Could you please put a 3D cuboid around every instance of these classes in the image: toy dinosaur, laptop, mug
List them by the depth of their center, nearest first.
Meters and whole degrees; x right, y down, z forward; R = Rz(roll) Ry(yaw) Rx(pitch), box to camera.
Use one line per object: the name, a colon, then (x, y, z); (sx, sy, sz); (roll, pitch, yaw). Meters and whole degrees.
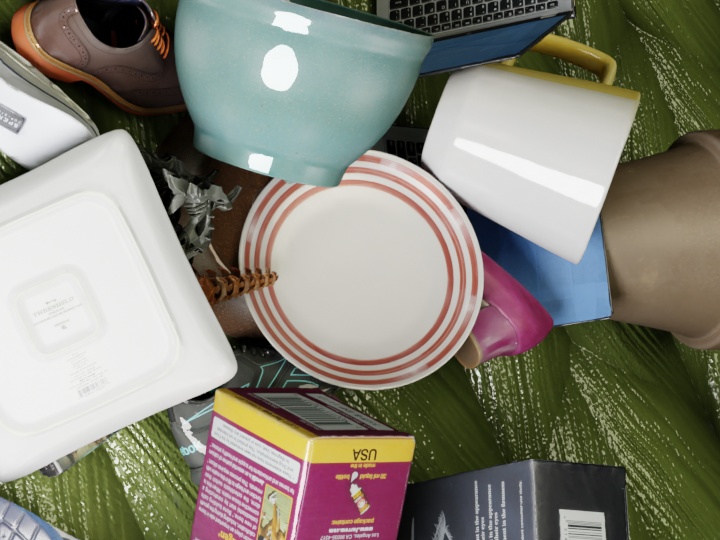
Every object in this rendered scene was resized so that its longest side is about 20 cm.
toy dinosaur: (-0.155, -0.016, 1.606); (0.200, 0.102, 0.136); (4, 108, -55)
laptop: (0.070, -0.236, 1.774); (0.116, 0.187, 0.201); (25, 61, -57)
mug: (0.137, -0.106, 1.779); (0.153, 0.150, 0.187); (19, 21, 4)
laptop: (0.093, -0.043, 1.816); (0.199, 0.116, 0.188); (3, 76, -38)

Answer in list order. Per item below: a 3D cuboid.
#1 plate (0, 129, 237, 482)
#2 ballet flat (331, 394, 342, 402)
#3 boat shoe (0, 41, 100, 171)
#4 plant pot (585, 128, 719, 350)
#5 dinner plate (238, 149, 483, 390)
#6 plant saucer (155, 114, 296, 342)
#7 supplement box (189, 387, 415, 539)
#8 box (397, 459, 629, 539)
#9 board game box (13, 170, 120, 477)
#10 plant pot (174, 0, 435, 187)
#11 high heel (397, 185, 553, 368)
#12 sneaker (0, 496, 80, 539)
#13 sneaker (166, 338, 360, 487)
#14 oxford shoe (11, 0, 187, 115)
plate: (-0.214, 0.029, 1.527); (0.199, 0.032, 0.201); (-25, 100, 0)
ballet flat: (-0.013, 0.191, 1.699); (0.069, 0.071, 0.201); (14, 70, -34)
boat shoe: (-0.276, -0.138, 1.585); (0.200, 0.071, 0.070); (32, 14, -7)
plant pot: (0.260, -0.026, 1.912); (0.174, 0.200, 0.201); (-1, 79, -21)
dinner plate: (0.000, 0.000, 1.703); (0.199, 0.024, 0.201); (4, 70, -11)
plant saucer: (-0.077, -0.044, 1.725); (0.200, 0.037, 0.201); (10, 73, -33)
supplement box: (-0.050, 0.199, 1.584); (0.103, 0.131, 0.201); (3, 103, -38)
box: (0.111, 0.236, 1.702); (0.104, 0.200, 0.149); (8, 74, -37)
board game box: (-0.232, 0.034, 1.595); (0.135, 0.028, 0.201); (-37, 102, -39)
plant pot: (-0.056, -0.142, 1.642); (0.200, 0.200, 0.135); (9, 100, -36)
high heel: (0.080, -0.016, 1.781); (0.096, 0.067, 0.200); (-21, 69, -38)
sneaker: (-0.218, 0.222, 1.536); (0.200, 0.082, 0.074); (32, 87, -8)
sneaker: (-0.072, 0.085, 1.679); (0.200, 0.075, 0.079); (-41, 102, -38)
oxford shoe: (-0.171, -0.169, 1.655); (0.200, 0.072, 0.072); (10, 65, -50)
